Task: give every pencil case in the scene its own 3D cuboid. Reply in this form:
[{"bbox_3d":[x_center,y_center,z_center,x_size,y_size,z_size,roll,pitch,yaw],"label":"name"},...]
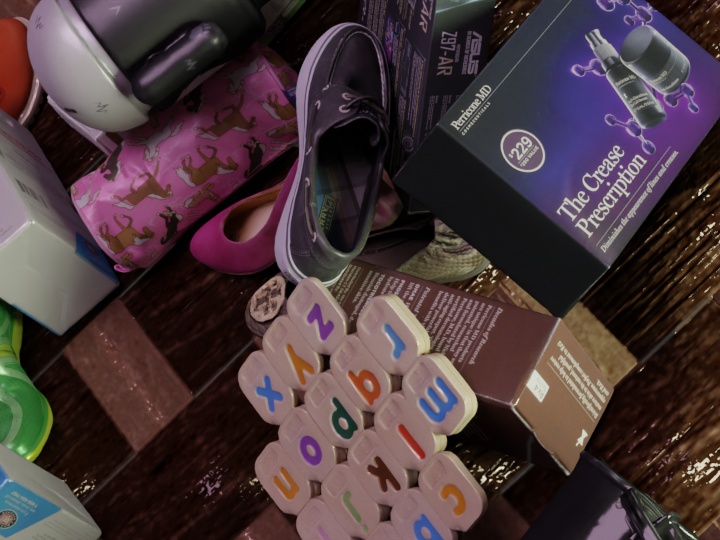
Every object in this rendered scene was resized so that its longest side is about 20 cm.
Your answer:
[{"bbox_3d":[-0.126,-0.086,1.635,0.200,0.083,0.087,-38,50,8],"label":"pencil case"}]

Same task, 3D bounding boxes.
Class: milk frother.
[{"bbox_3d":[0.123,0.214,1.237,0.180,0.200,0.188,37,88,36],"label":"milk frother"}]

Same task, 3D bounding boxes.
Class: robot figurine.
[{"bbox_3d":[-0.149,-0.189,1.586,0.200,0.150,0.125,-37,87,2],"label":"robot figurine"}]

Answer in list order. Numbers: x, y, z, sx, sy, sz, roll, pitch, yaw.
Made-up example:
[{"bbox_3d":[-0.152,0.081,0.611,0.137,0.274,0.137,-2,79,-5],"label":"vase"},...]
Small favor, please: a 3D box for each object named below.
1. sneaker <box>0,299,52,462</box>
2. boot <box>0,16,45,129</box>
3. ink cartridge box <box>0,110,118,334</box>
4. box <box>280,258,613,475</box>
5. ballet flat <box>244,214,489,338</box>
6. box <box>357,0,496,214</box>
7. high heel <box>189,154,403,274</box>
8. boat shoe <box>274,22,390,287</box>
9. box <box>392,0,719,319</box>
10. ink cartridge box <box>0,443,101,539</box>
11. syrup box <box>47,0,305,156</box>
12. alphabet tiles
[{"bbox_3d":[-0.294,0.073,1.651,0.074,0.084,0.200,-31,53,14],"label":"sneaker"},{"bbox_3d":[-0.331,-0.138,1.779,0.075,0.107,0.200,5,66,36],"label":"boot"},{"bbox_3d":[-0.281,-0.055,1.684,0.067,0.116,0.200,-42,50,7],"label":"ink cartridge box"},{"bbox_3d":[0.056,0.059,1.425,0.200,0.100,0.075,19,70,37],"label":"box"},{"bbox_3d":[0.000,0.000,1.531,0.200,0.046,0.067,-17,56,24],"label":"ballet flat"},{"bbox_3d":[0.041,-0.165,1.492,0.044,0.200,0.160,-4,34,-16],"label":"box"},{"bbox_3d":[-0.070,-0.053,1.557,0.200,0.096,0.067,-8,50,43],"label":"high heel"},{"bbox_3d":[-0.010,-0.085,1.438,0.066,0.070,0.200,-30,39,55],"label":"boat shoe"},{"bbox_3d":[0.136,-0.090,1.383,0.141,0.079,0.200,38,54,2],"label":"box"},{"bbox_3d":[-0.300,0.223,1.550,0.200,0.116,0.067,-46,50,2],"label":"ink cartridge box"},{"bbox_3d":[-0.145,-0.175,1.697,0.200,0.081,0.079,-51,48,-2],"label":"syrup box"},{"bbox_3d":[0.000,0.109,1.404,0.196,0.015,0.200,52,132,19],"label":"alphabet tiles"}]
